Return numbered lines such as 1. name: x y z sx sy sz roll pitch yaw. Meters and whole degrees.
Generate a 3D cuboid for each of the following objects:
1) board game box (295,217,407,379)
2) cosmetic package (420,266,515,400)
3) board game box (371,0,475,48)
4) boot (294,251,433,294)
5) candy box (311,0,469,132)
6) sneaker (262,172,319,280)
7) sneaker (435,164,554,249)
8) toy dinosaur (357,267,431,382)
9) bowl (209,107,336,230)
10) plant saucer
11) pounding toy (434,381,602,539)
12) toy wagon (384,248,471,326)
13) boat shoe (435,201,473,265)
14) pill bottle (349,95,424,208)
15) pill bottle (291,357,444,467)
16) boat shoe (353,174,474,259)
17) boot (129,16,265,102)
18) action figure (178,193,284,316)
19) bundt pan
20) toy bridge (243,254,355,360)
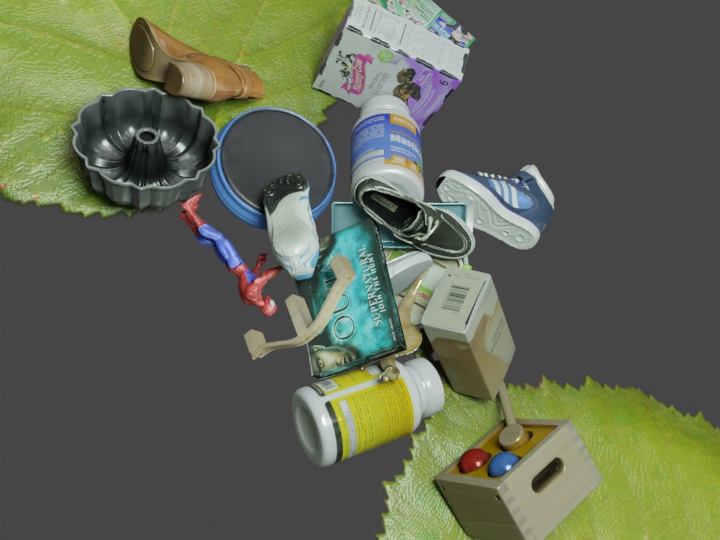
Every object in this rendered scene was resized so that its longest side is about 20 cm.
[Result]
1. board game box: -0.021 0.038 1.166 0.135 0.028 0.201 -22 60 16
2. cosmetic package: 0.162 0.095 1.225 0.071 0.200 0.105 12 61 30
3. board game box: 0.091 -0.427 1.475 0.200 0.029 0.135 40 63 -4
4. boot: 0.000 0.000 1.234 0.200 0.074 0.096 -26 65 -6
5. candy box: 0.044 -0.323 1.341 0.199 0.168 0.072 22 63 -12
6. sneaker: -0.098 -0.067 1.192 0.072 0.073 0.200 -9 44 0
7. sneaker: 0.234 -0.137 1.408 0.200 0.081 0.147 33 53 -3
8. toy dinosaur: 0.041 0.083 1.191 0.101 0.058 0.200 7 52 17
9. bowl: -0.130 -0.160 1.288 0.200 0.039 0.201 7 69 -19
10. plant saucer: 0.057 -0.068 1.240 0.199 0.019 0.070 0 107 -2
11. pounding toy: 0.221 0.269 1.209 0.200 0.184 0.142 -34 98 -27
12. toy wagon: 0.067 0.025 1.274 0.155 0.040 0.200 28 87 13
13. boat shoe: 0.138 -0.014 1.326 0.060 0.076 0.201 9 66 -10
14. pill bottle: 0.040 -0.180 1.300 0.112 0.112 0.200 15 47 -16
15. pill bottle: 0.013 0.191 1.178 0.199 0.112 0.113 -15 78 -25
16. boat shoe: 0.078 -0.067 1.197 0.200 0.064 0.071 26 105 -14
17. boot: -0.248 -0.317 1.274 0.155 0.077 0.200 -6 35 -44
18. action figure: -0.165 -0.030 1.213 0.099 0.065 0.200 -33 85 -21
19. bundt pan: -0.301 -0.164 1.182 0.201 0.076 0.202 8 51 -10
20. toy bridge: -0.082 0.065 1.149 0.027 0.200 0.067 23 34 -48
